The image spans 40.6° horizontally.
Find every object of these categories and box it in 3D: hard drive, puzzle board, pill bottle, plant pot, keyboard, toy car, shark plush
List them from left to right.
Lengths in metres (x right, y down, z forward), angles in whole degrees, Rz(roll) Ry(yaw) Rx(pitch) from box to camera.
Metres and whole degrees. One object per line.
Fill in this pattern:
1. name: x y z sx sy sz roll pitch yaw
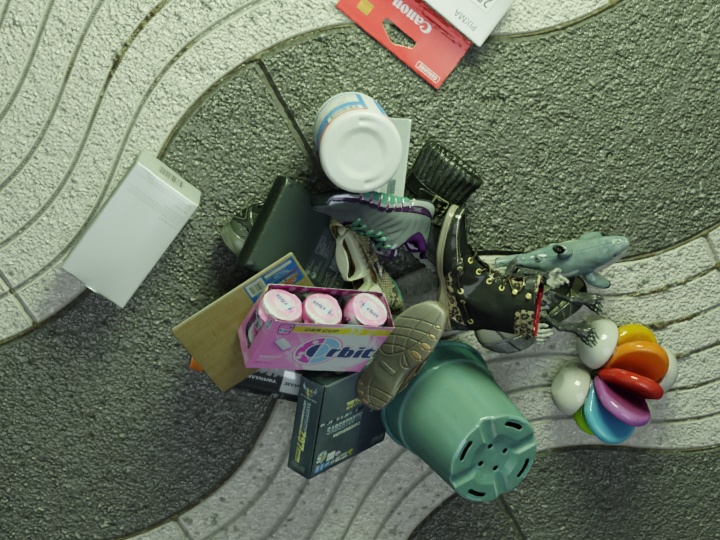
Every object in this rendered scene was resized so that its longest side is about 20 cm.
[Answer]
1. puzzle board: -0.151 0.075 1.397 0.199 0.017 0.151 -33 132 -3
2. pill bottle: -0.161 0.136 1.500 0.198 0.106 0.107 13 108 -11
3. hard drive: -0.074 -0.031 1.424 0.199 0.033 0.140 32 80 -41
4. pill bottle: -0.009 -0.185 1.352 0.111 0.200 0.113 -2 110 -5
5. keyboard: 0.039 -0.124 1.439 0.056 0.011 0.202 8 94 22
6. plant pot: 0.159 0.239 1.500 0.198 0.196 0.202 -9 115 -21
7. shark plush: 0.311 -0.032 1.508 0.198 0.083 0.092 7 77 9
8. toy car: 0.420 0.190 1.563 0.174 0.150 0.201 23 106 -14

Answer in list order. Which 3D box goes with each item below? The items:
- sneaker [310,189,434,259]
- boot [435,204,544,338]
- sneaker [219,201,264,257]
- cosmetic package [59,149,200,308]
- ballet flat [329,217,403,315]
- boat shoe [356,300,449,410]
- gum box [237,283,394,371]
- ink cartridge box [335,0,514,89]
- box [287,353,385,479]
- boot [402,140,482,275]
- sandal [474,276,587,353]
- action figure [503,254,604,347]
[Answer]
1. sneaker: 0.021 -0.062 1.356 0.198 0.074 0.088 4 86 -32
2. boot: 0.185 0.008 1.394 0.149 0.073 0.202 9 117 21
3. sneaker: -0.105 -0.026 1.464 0.114 0.076 0.199 -41 104 15
4. cosmetic package: -0.334 -0.059 1.425 0.113 0.081 0.200 37 103 -17
5. ballet flat: 0.000 0.000 1.425 0.067 0.075 0.201 -3 122 36
6. boat shoe: 0.067 0.120 1.448 0.076 0.072 0.200 45 116 14
7. gum box: -0.068 0.082 1.369 0.198 0.067 0.114 5 140 -30
8. ink cartridge box: 0.094 -0.383 1.376 0.199 0.045 0.177 35 101 -16
9. box: -0.023 0.215 1.509 0.051 0.199 0.159 21 111 32
10. boot: 0.138 -0.078 1.472 0.211 0.080 0.158 37 102 -17
11. sandal: 0.271 0.070 1.556 0.200 0.057 0.080 -25 102 -13
12. action figure: 0.275 0.049 1.474 0.198 0.102 0.120 15 94 -16
